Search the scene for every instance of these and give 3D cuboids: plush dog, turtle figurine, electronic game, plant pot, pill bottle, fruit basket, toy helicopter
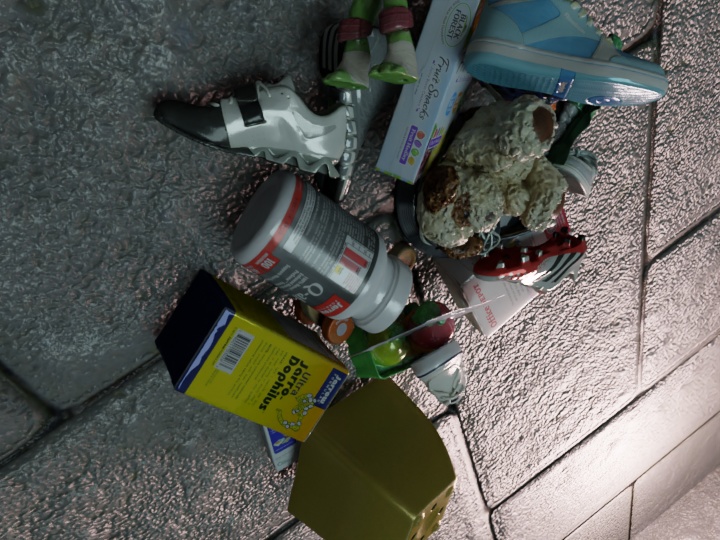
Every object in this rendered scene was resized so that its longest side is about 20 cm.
[{"bbox_3d":[0.132,-0.105,0.782,0.172,0.160,0.201,-46,144,-8],"label":"plush dog"},{"bbox_3d":[-0.003,-0.276,0.606,0.140,0.200,0.200,3,94,9],"label":"turtle figurine"},{"bbox_3d":[0.135,-0.112,0.910,0.195,0.042,0.205,-11,119,-20],"label":"electronic game"},{"bbox_3d":[0.032,0.321,1.024,0.192,0.198,0.199,-23,136,-45],"label":"plant pot"},{"bbox_3d":[-0.040,-0.015,0.771,0.198,0.116,0.117,33,102,-25],"label":"pill bottle"},{"bbox_3d":[0.077,0.077,0.927,0.183,0.095,0.199,-13,162,-44],"label":"fruit basket"},{"bbox_3d":[0.000,0.000,0.900,0.197,0.078,0.135,-23,125,-35],"label":"toy helicopter"}]

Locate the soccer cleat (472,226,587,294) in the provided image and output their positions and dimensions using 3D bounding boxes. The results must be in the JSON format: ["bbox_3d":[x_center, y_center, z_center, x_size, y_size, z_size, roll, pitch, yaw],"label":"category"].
[{"bbox_3d":[0.242,-0.001,0.946,0.196,0.068,0.087,-16,121,-28],"label":"soccer cleat"}]

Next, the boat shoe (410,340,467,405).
[{"bbox_3d":[0.116,0.144,0.903,0.070,0.071,0.200,-28,165,3],"label":"boat shoe"}]

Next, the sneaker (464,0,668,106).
[{"bbox_3d":[0.207,-0.239,0.644,0.195,0.080,0.134,13,88,2],"label":"sneaker"}]

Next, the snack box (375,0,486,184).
[{"bbox_3d":[0.088,-0.209,0.748,0.142,0.052,0.204,-44,156,-66],"label":"snack box"}]

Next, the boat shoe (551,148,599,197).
[{"bbox_3d":[0.312,-0.149,0.973,0.201,0.073,0.066,0,114,-64],"label":"boat shoe"}]

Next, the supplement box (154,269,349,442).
[{"bbox_3d":[-0.130,0.107,0.813,0.198,0.109,0.111,33,94,-36],"label":"supplement box"}]

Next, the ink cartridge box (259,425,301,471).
[{"bbox_3d":[-0.105,0.206,0.989,0.098,0.039,0.203,-23,134,-20],"label":"ink cartridge box"}]

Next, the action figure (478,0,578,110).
[{"bbox_3d":[0.218,-0.249,0.764,0.102,0.201,0.198,-7,119,-15],"label":"action figure"}]

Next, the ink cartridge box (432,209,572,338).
[{"bbox_3d":[0.225,-0.019,1.025,0.199,0.086,0.148,-38,134,-3],"label":"ink cartridge box"}]

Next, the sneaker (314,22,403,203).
[{"bbox_3d":[0.010,-0.174,0.759,0.113,0.075,0.204,-15,129,-30],"label":"sneaker"}]

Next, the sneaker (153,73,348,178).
[{"bbox_3d":[-0.105,-0.160,0.674,0.195,0.074,0.091,9,108,-22],"label":"sneaker"}]

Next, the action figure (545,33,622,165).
[{"bbox_3d":[0.292,-0.239,0.911,0.055,0.118,0.201,40,86,-35],"label":"action figure"}]

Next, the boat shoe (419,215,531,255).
[{"bbox_3d":[0.174,-0.067,0.888,0.195,0.062,0.077,-10,119,-21],"label":"boat shoe"}]
